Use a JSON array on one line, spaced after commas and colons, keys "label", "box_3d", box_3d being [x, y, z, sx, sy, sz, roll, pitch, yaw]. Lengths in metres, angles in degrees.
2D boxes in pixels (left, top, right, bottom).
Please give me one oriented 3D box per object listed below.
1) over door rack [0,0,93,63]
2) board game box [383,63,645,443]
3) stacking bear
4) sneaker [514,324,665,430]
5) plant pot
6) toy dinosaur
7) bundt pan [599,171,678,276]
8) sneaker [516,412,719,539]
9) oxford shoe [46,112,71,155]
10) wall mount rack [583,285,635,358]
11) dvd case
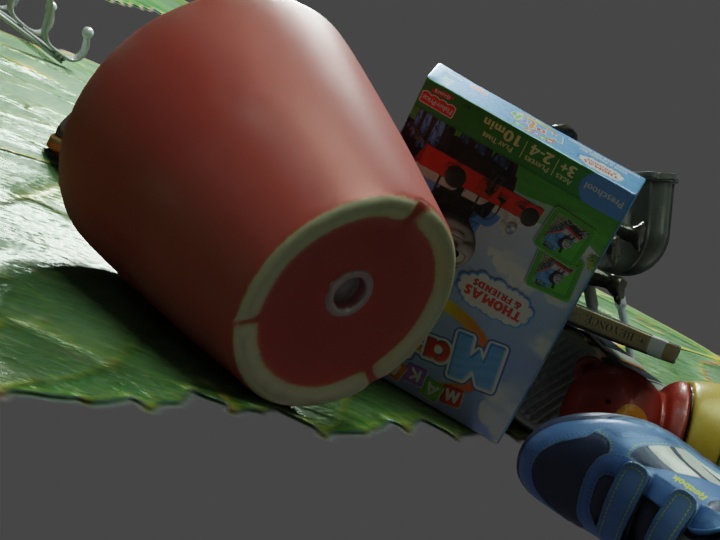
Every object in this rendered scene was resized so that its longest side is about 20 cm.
[{"label": "over door rack", "box_3d": [-0.356, -0.270, 1.850, 0.199, 0.067, 0.147, 19, 12, -48]}, {"label": "board game box", "box_3d": [0.070, -0.008, 1.275, 0.150, 0.201, 0.037, 29, 27, 6]}, {"label": "stacking bear", "box_3d": [0.230, 0.124, 1.355, 0.198, 0.123, 0.114, 20, 7, -4]}, {"label": "sneaker", "box_3d": [0.144, 0.077, 1.432, 0.199, 0.079, 0.079, 28, 8, -38]}, {"label": "plant pot", "box_3d": [-0.048, -0.032, 1.133, 0.199, 0.201, 0.178, 20, 21, -44]}, {"label": "toy dinosaur", "box_3d": [0.130, -0.032, 1.332, 0.101, 0.078, 0.200, 11, -17, 24]}, {"label": "bundt pan", "box_3d": [0.149, -0.030, 1.534, 0.199, 0.077, 0.202, -4, -1, 0]}, {"label": "sneaker", "box_3d": [0.182, 0.146, 1.166, 0.198, 0.075, 0.082, 22, 23, 14]}, {"label": "oxford shoe", "box_3d": [-0.185, -0.112, 1.472, 0.071, 0.073, 0.200, 27, 9, -10]}, {"label": "wall mount rack", "box_3d": [0.241, 0.091, 1.609, 0.173, 0.075, 0.200, 40, 10, 15]}, {"label": "dvd case", "box_3d": [0.126, 0.021, 1.381, 0.198, 0.016, 0.149, 22, 1, 7]}]
